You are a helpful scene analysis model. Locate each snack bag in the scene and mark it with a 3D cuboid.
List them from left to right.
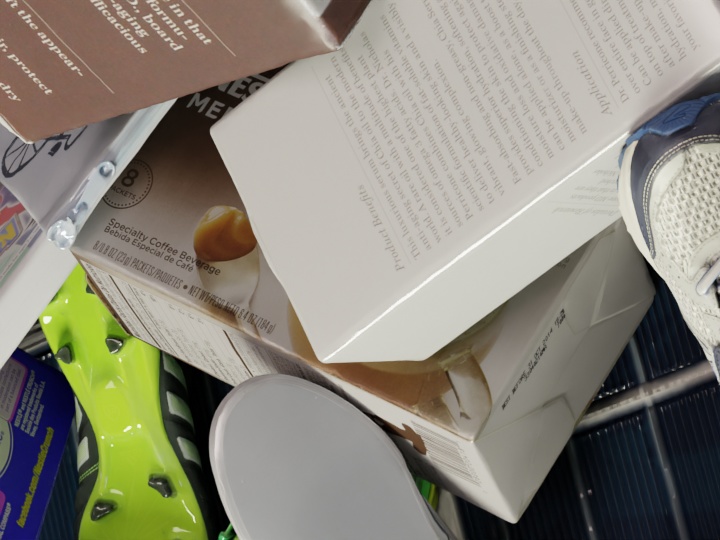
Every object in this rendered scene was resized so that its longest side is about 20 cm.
[{"bbox_3d":[-0.094,-0.109,1.256,0.189,0.021,0.200,-52,28,0],"label":"snack bag"}]

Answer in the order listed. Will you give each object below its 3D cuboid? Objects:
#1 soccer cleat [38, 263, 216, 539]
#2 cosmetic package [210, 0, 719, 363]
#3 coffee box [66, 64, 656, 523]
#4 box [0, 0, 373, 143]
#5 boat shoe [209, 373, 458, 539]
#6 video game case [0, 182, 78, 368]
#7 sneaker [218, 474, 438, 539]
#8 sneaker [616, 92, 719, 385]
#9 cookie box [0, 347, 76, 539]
[{"bbox_3d":[-0.094,0.072,1.302,0.067,0.081,0.201,-5,104,20],"label":"soccer cleat"},{"bbox_3d":[0.053,-0.060,1.047,0.200,0.071,0.102,-36,69,28],"label":"cosmetic package"},{"bbox_3d":[0.000,0.000,1.185,0.200,0.080,0.115,25,72,28],"label":"coffee box"},{"bbox_3d":[-0.083,-0.173,1.096,0.200,0.164,0.166,-13,37,48],"label":"box"},{"bbox_3d":[0.007,0.122,1.162,0.074,0.065,0.200,-39,102,-11],"label":"boat shoe"},{"bbox_3d":[-0.173,0.000,1.291,0.200,0.023,0.182,-55,24,-11],"label":"video game case"},{"bbox_3d":[-0.014,0.101,1.223,0.074,0.083,0.201,-9,78,36],"label":"sneaker"},{"bbox_3d":[0.151,0.025,1.008,0.077,0.200,0.085,-27,36,11],"label":"sneaker"},{"bbox_3d":[-0.224,0.138,1.317,0.200,0.075,0.171,-37,28,38],"label":"cookie box"}]
